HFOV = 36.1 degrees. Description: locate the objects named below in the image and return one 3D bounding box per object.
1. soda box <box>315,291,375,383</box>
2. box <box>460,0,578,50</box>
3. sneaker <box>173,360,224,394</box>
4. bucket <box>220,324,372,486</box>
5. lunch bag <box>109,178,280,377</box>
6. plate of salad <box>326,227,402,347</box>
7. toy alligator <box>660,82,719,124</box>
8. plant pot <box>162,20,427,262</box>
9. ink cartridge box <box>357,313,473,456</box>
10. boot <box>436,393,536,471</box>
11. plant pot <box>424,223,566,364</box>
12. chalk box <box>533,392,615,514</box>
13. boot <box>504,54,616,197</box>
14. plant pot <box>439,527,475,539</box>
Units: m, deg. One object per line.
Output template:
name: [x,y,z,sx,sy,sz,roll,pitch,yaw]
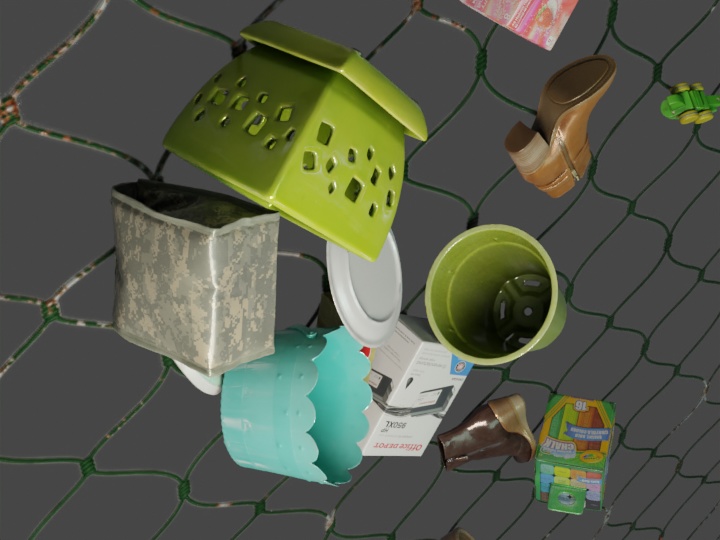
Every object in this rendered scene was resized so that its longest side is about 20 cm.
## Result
soda box: [-0.026,0.123,1.536,0.064,0.068,0.201,-13,128,-36]
box: [0.224,-0.389,1.348,0.102,0.095,0.201,14,110,-47]
sneaker: [-0.182,0.065,1.336,0.118,0.074,0.201,-36,136,-7]
bucket: [-0.079,0.167,1.410,0.207,0.134,0.209,2,90,-69]
lunch bag: [-0.188,0.000,1.174,0.117,0.199,0.165,-19,119,-48]
plate of salad: [0.000,0.000,1.424,0.200,0.048,0.202,23,63,-57]
toy alligator: [0.538,-0.264,1.776,0.199,0.060,0.054,-8,167,-41]
plant pot: [-0.058,-0.148,1.197,0.199,0.199,0.182,30,89,-50]
ink cartridge box: [0.068,0.175,1.652,0.144,0.084,0.201,11,113,-46]
boot: [0.217,0.302,1.923,0.166,0.072,0.201,-28,138,-7]
plant pot: [0.222,0.050,1.640,0.201,0.200,0.190,-55,152,6]
chalk box: [0.379,0.340,1.971,0.201,0.124,0.125,-68,158,-43]
boot: [0.309,-0.200,1.587,0.200,0.077,0.155,-50,139,4]
plant pot: [0.162,0.601,2.012,0.174,0.201,0.200,-36,142,10]
